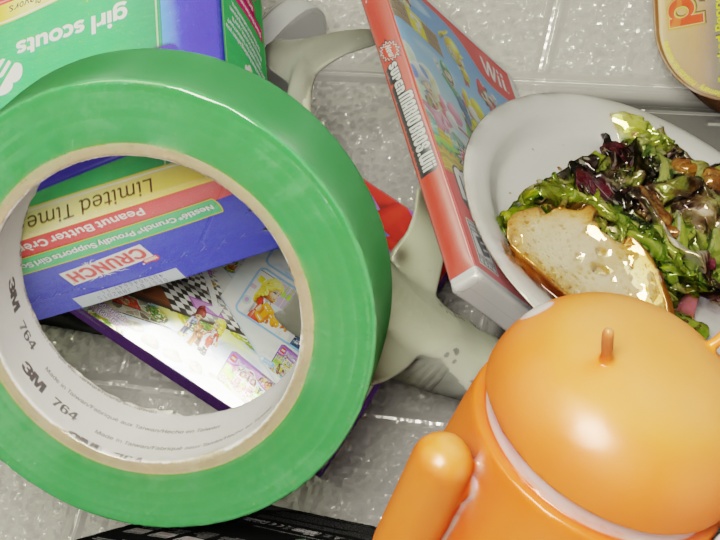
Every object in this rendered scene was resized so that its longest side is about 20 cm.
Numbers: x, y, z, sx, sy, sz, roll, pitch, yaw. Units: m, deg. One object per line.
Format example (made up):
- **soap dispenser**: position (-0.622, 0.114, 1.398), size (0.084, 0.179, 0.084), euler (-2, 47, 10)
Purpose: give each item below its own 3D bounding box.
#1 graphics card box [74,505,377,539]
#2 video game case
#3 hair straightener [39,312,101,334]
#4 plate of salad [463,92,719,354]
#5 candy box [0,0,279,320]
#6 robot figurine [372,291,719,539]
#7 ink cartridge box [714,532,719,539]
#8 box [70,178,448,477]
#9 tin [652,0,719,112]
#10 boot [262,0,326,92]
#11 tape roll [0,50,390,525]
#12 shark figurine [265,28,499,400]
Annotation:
- **graphics card box**: position (-0.073, 0.145, 0.815), size (0.124, 0.199, 0.051), euler (5, 99, 34)
- **video game case**: position (0.061, -0.048, 0.930), size (0.017, 0.143, 0.201), euler (-31, 54, 20)
- **hair straightener**: position (-0.233, 0.038, 1.061), size (0.198, 0.041, 0.078), euler (13, 69, 26)
- **plate of salad**: position (0.141, -0.020, 0.880), size (0.198, 0.048, 0.201), euler (17, 40, -15)
- **candy box**: position (-0.131, -0.089, 0.922), size (0.167, 0.077, 0.202), euler (-16, 60, 15)
- **robot figurine**: position (0.085, 0.092, 0.776), size (0.143, 0.201, 0.117), euler (25, 35, -2)
- **ink cartridge box**: position (0.225, 0.184, 0.747), size (0.200, 0.146, 0.147), euler (38, 81, 31)
- **box**: position (-0.065, -0.007, 0.973), size (0.199, 0.039, 0.137), euler (33, 77, 4)
- **tin**: position (0.206, -0.173, 0.990), size (0.111, 0.042, 0.202), euler (-10, 65, 26)
- **boot**: position (-0.109, -0.083, 1.056), size (0.095, 0.074, 0.201), euler (32, 79, 24)
- **tape roll**: position (-0.088, 0.010, 0.815), size (0.198, 0.202, 0.048), euler (-12, 20, 15)
- **shark figurine**: position (-0.017, -0.012, 0.922), size (0.089, 0.128, 0.216), euler (-30, 87, 45)
